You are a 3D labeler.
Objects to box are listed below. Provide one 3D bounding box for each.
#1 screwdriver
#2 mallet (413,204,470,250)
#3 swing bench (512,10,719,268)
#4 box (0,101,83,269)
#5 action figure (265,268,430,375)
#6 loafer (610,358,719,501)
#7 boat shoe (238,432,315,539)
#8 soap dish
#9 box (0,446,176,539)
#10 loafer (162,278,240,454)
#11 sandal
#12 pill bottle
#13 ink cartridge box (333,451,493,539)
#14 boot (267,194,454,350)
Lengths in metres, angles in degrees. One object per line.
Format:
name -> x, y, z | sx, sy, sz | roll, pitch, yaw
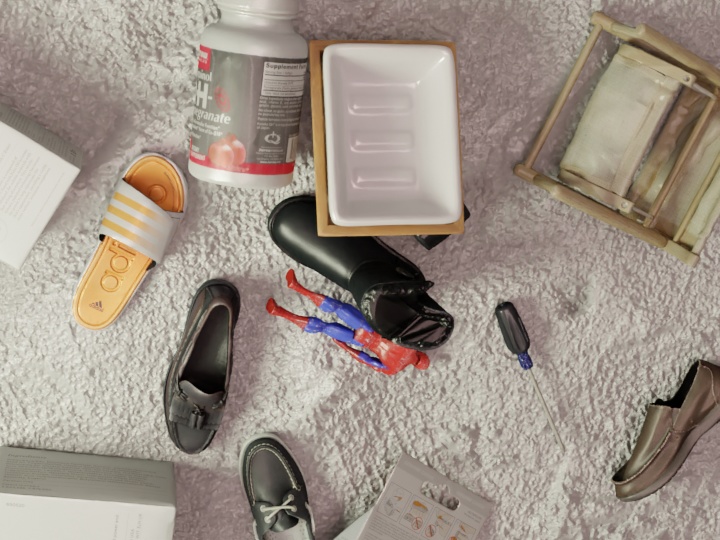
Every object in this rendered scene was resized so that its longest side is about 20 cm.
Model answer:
screwdriver -> 0.199, 0.126, 1.565 | 0.028, 0.029, 0.201 | -25, 102, -2
mallet -> 0.030, -0.106, 1.477 | 0.200, 0.041, 0.066 | 42, 91, -13
swing bench -> 0.308, -0.141, 1.467 | 0.199, 0.130, 0.200 | 24, 99, -20
box -> -0.395, -0.111, 1.370 | 0.200, 0.098, 0.125 | 32, 98, -16
action figure -> -0.005, 0.063, 1.508 | 0.199, 0.052, 0.066 | 29, 104, -20
loafer -> 0.355, 0.182, 1.595 | 0.071, 0.073, 0.200 | 41, 90, -6
boat shoe -> -0.086, 0.281, 1.545 | 0.075, 0.060, 0.201 | -20, 107, -4
soap dish -> 0.023, -0.135, 1.414 | 0.157, 0.081, 0.201 | -2, 87, -15
box -> -0.308, 0.311, 1.480 | 0.199, 0.131, 0.200 | 6, 104, -12
loafer -> -0.172, 0.111, 1.484 | 0.072, 0.063, 0.201 | 10, 103, -12
sandal -> -0.242, -0.021, 1.439 | 0.079, 0.059, 0.207 | 23, 100, -15
pill bottle -> -0.112, -0.190, 1.390 | 0.110, 0.111, 0.201 | 5, 104, -11
ink cartridge box -> 0.046, 0.324, 1.576 | 0.161, 0.050, 0.201 | 33, 78, -32
boot -> 0.000, 0.000, 1.429 | 0.200, 0.168, 0.077 | 31, 98, -15
